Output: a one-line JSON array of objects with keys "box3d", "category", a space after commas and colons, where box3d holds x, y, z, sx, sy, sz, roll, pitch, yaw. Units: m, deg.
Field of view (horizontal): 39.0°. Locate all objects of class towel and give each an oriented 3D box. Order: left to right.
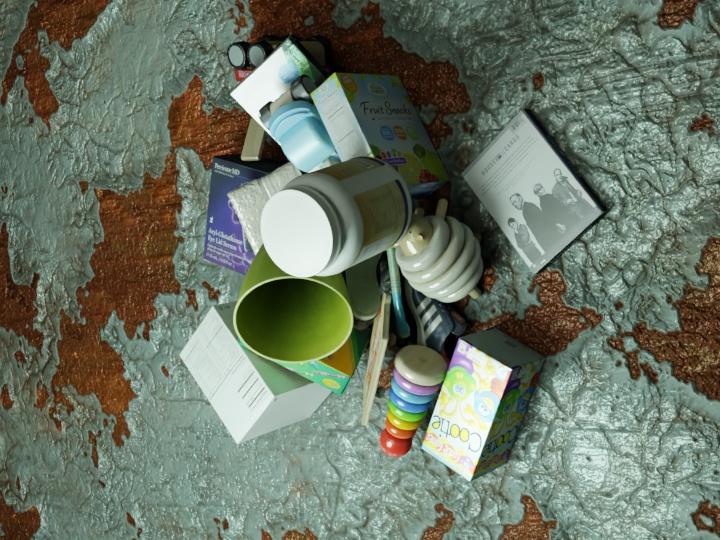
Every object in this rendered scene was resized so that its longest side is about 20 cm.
[{"box3d": [-0.133, -0.073, 1.751, 0.200, 0.132, 0.034, 67, 171, -22], "category": "towel"}, {"box3d": [0.056, -0.001, 1.631, 0.022, 0.147, 0.201, -7, 97, 1], "category": "towel"}]

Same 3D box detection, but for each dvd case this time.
[{"box3d": [0.256, -0.117, 1.517, 0.150, 0.025, 0.200, -46, 68, 35], "category": "dvd case"}]

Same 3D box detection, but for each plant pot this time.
[{"box3d": [-0.107, 0.015, 1.651, 0.187, 0.187, 0.200, -51, 26, 33], "category": "plant pot"}]

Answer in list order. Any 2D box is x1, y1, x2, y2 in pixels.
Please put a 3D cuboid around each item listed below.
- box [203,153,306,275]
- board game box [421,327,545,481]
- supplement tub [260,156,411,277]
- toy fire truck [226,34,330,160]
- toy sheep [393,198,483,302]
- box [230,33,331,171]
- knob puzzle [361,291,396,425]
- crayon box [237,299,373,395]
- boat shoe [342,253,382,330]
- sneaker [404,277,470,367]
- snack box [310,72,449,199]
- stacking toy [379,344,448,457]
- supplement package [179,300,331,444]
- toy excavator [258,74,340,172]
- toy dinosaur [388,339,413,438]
[{"box3d": [-0.192, -0.100, 1.838, 0.148, 0.104, 0.201, 18, 109, 37], "category": "box"}, {"box3d": [0.189, 0.206, 1.574, 0.105, 0.103, 0.201, 30, 115, 32], "category": "board game box"}, {"box3d": [-0.033, -0.075, 1.434, 0.144, 0.200, 0.145, 12, 112, 32], "category": "supplement tub"}, {"box3d": [-0.146, -0.300, 1.768, 0.176, 0.129, 0.201, 11, 115, 38], "category": "toy fire truck"}, {"box3d": [0.126, -0.020, 1.557, 0.138, 0.200, 0.138, -35, 34, 28], "category": "toy sheep"}, {"box3d": [-0.097, -0.272, 1.693, 0.144, 0.036, 0.200, -37, 110, 25], "category": "box"}, {"box3d": [0.036, 0.122, 1.638, 0.030, 0.220, 0.220, 10, 107, -3], "category": "knob puzzle"}, {"box3d": [-0.092, 0.112, 1.723, 0.200, 0.119, 0.058, 26, 136, 1], "category": "crayon box"}, {"box3d": [0.000, 0.000, 1.689, 0.061, 0.071, 0.202, 107, 167, -58], "category": "boat shoe"}, {"box3d": [0.130, 0.068, 1.628, 0.084, 0.075, 0.201, -9, 95, 31], "category": "sneaker"}, {"box3d": [0.032, -0.208, 1.593, 0.068, 0.168, 0.200, -35, 76, 37], "category": "snack box"}, {"box3d": [0.073, 0.219, 1.617, 0.085, 0.085, 0.200, 36, 127, 30], "category": "stacking toy"}, {"box3d": [-0.173, 0.167, 1.809, 0.200, 0.191, 0.147, 53, 127, 21], "category": "supplement package"}, {"box3d": [-0.057, -0.180, 1.615, 0.100, 0.194, 0.200, -31, 54, 29], "category": "toy excavator"}, {"box3d": [0.089, 0.191, 1.698, 0.101, 0.058, 0.201, -33, 68, 53], "category": "toy dinosaur"}]
